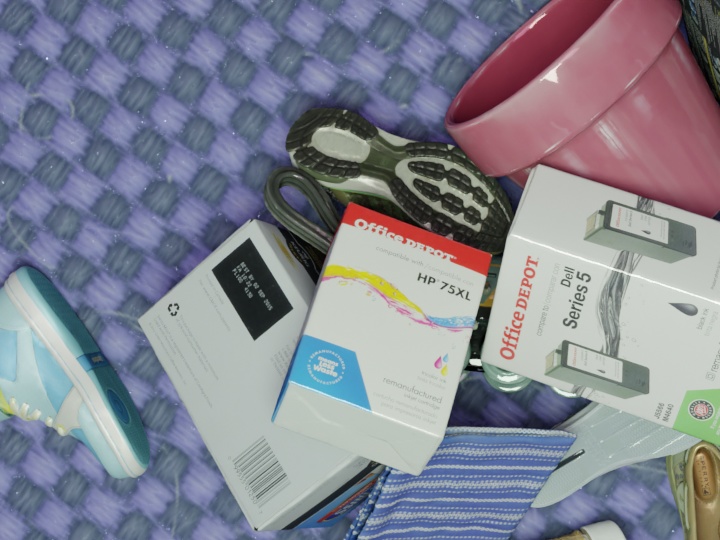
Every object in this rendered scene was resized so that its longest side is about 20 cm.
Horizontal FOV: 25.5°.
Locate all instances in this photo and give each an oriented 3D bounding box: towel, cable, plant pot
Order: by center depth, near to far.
[{"bbox_3d":[0.192,-0.111,1.227,0.200,0.200,0.179,-41,104,5],"label":"plant pot"},{"bbox_3d":[0.000,0.000,1.237,0.199,0.050,0.097,28,59,9],"label":"cable"},{"bbox_3d":[0.068,0.188,1.238,0.143,0.201,0.024,3,48,-22],"label":"towel"}]

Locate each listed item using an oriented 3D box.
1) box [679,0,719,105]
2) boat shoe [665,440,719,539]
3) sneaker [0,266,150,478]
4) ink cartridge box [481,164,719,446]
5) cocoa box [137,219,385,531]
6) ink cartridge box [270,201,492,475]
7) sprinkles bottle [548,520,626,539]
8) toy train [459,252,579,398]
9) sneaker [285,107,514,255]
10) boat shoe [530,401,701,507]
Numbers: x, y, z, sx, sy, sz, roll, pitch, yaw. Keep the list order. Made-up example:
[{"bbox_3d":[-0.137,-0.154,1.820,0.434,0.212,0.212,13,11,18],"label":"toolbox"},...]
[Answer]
[{"bbox_3d":[0.291,-0.153,1.176,0.049,0.200,0.162,-28,58,5],"label":"box"},{"bbox_3d":[0.293,0.227,1.279,0.073,0.063,0.202,-21,90,5],"label":"boat shoe"},{"bbox_3d":[-0.270,0.112,1.329,0.130,0.080,0.201,-36,78,4],"label":"sneaker"},{"bbox_3d":[0.198,0.026,1.159,0.198,0.084,0.146,18,138,10],"label":"ink cartridge box"},{"bbox_3d":[-0.052,0.084,1.244,0.133,0.131,0.201,-39,69,15],"label":"cocoa box"},{"bbox_3d":[0.022,0.032,1.148,0.115,0.067,0.201,19,56,-3],"label":"ink cartridge box"},{"bbox_3d":[0.119,0.258,1.274,0.198,0.068,0.069,-15,90,-8],"label":"sprinkles bottle"},{"bbox_3d":[0.123,0.039,1.287,0.198,0.085,0.115,5,79,8],"label":"toy train"},{"bbox_3d":[0.035,-0.063,1.290,0.199,0.089,0.077,27,69,13],"label":"sneaker"},{"bbox_3d":[0.205,0.122,1.274,0.199,0.062,0.072,-27,98,14],"label":"boat shoe"}]
